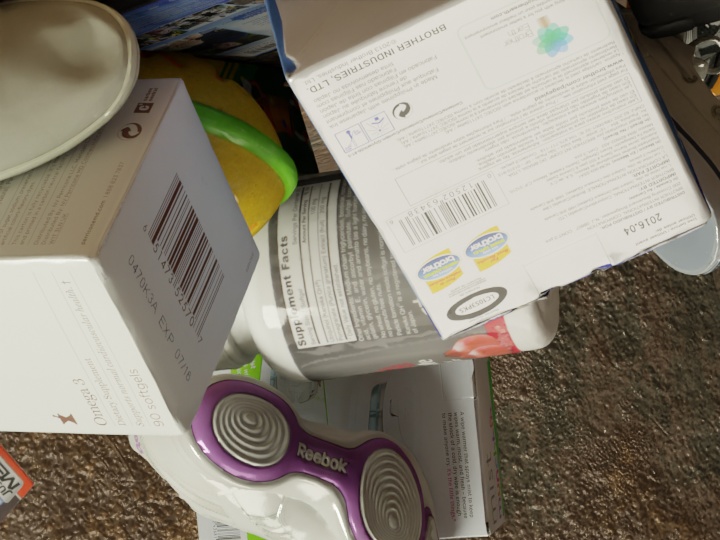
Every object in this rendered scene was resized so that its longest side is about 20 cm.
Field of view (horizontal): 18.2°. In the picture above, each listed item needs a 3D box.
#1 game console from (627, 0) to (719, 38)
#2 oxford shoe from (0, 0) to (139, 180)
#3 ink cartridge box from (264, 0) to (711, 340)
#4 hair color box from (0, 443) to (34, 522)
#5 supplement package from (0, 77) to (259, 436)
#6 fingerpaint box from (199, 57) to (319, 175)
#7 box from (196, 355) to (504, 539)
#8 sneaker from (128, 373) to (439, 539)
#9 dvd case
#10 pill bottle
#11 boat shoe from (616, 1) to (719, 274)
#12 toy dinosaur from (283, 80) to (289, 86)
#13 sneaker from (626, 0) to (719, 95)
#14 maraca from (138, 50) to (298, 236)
[{"bbox_3d":[0.211,-0.192,1.031,0.199,0.117,0.176,-15,147,15],"label":"game console"},{"bbox_3d":[-0.191,-0.071,0.944,0.199,0.076,0.058,-11,171,1],"label":"oxford shoe"},{"bbox_3d":[0.063,-0.060,0.974,0.136,0.200,0.077,-24,-142,10],"label":"ink cartridge box"},{"bbox_3d":[-0.271,0.080,1.184,0.200,0.111,0.064,13,-124,50],"label":"hair color box"},{"bbox_3d":[-0.167,-0.005,1.022,0.199,0.117,0.118,-1,-134,24],"label":"supplement package"},{"bbox_3d":[-0.149,-0.060,1.291,0.199,0.074,0.167,-17,177,21],"label":"fingerpaint box"},{"bbox_3d":[-0.011,0.059,1.330,0.175,0.201,0.097,-6,-179,9],"label":"box"},{"bbox_3d":[-0.039,0.115,1.237,0.200,0.075,0.099,35,150,-30],"label":"sneaker"},{"bbox_3d":[-0.040,-0.129,1.041,0.142,0.018,0.200,-16,175,27],"label":"dvd case"},{"bbox_3d":[0.000,0.000,1.210,0.199,0.111,0.111,-9,178,15],"label":"pill bottle"},{"bbox_3d":[0.141,-0.090,1.093,0.086,0.202,0.075,-21,148,-31],"label":"boat shoe"},{"bbox_3d":[0.047,-0.100,1.074,0.060,0.106,0.200,-34,175,-30],"label":"toy dinosaur"},{"bbox_3d":[0.187,-0.149,1.289,0.077,0.079,0.200,0,173,-3],"label":"sneaker"},{"bbox_3d":[-0.126,-0.063,1.107,0.199,0.108,0.137,18,153,-28],"label":"maraca"}]
